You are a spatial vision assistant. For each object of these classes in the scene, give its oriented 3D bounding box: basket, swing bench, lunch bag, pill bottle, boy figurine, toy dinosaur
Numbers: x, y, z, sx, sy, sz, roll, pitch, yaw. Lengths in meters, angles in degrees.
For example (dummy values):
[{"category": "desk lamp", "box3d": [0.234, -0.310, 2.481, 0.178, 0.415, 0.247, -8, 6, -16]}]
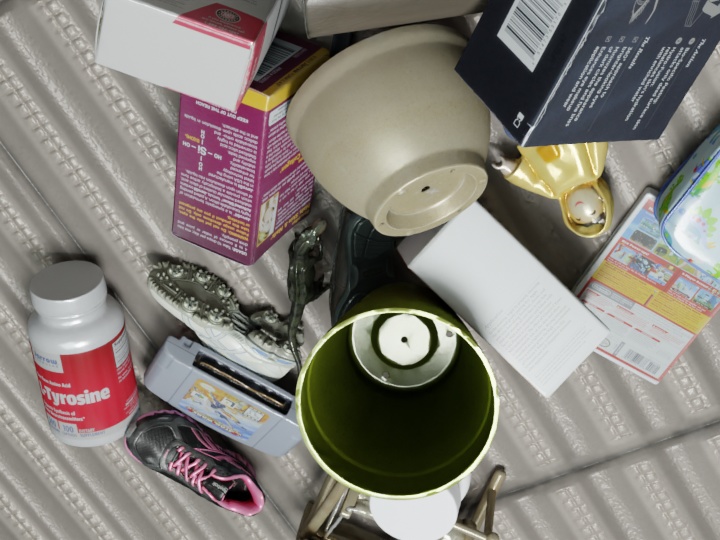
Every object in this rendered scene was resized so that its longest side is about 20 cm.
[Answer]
[{"category": "basket", "box3d": [0.046, -0.294, 1.321, 0.198, 0.181, 0.137, -3, 127, 1]}, {"category": "swing bench", "box3d": [0.042, 0.305, 1.717, 0.197, 0.130, 0.201, 24, 125, -4]}, {"category": "lunch bag", "box3d": [0.408, -0.053, 1.428, 0.199, 0.083, 0.161, 32, 113, -9]}, {"category": "pill bottle", "box3d": [-0.324, 0.095, 1.670, 0.111, 0.113, 0.202, 2, 123, 11]}, {"category": "boy figurine", "box3d": [0.194, -0.118, 1.452, 0.123, 0.065, 0.201, -22, 112, 21]}, {"category": "toy dinosaur", "box3d": [-0.060, 0.013, 1.575, 0.047, 0.088, 0.201, 9, 124, 6]}, {"category": "pill bottle", "box3d": [0.071, 0.197, 1.597, 0.113, 0.201, 0.115, 5, 123, 8]}]

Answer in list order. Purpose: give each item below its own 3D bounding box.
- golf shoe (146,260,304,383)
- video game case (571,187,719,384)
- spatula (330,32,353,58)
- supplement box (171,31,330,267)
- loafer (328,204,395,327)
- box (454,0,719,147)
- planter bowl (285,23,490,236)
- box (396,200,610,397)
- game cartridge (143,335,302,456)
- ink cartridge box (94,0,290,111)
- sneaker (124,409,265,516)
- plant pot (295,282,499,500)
[{"category": "golf shoe", "box3d": [-0.166, 0.070, 1.645, 0.199, 0.079, 0.097, 32, 129, -8]}, {"category": "video game case", "box3d": [0.313, 0.020, 1.542, 0.142, 0.017, 0.201, 28, 124, -6]}, {"category": "spatula", "box3d": [-0.031, -0.188, 1.479, 0.056, 0.021, 0.201, 21, 123, 11]}, {"category": "supplement box", "box3d": [-0.112, -0.129, 1.460, 0.102, 0.131, 0.201, 21, 125, 18]}, {"category": "loafer", "box3d": [0.000, 0.000, 1.582, 0.071, 0.063, 0.201, -9, 130, -20]}, {"category": "box", "box3d": [0.221, -0.224, 1.285, 0.199, 0.118, 0.198, -6, 136, -40]}, {"category": "planter bowl", "box3d": [0.044, -0.120, 1.379, 0.199, 0.136, 0.201, -20, 156, -9]}, {"category": "box", "box3d": [0.144, 0.018, 1.486, 0.200, 0.124, 0.098, 43, 94, -9]}, {"category": "game cartridge", "box3d": [-0.155, 0.151, 1.685, 0.199, 0.042, 0.133, 29, 146, -8]}, {"category": "ink cartridge box", "box3d": [-0.149, -0.252, 1.355, 0.144, 0.201, 0.085, 19, 130, -1]}, {"category": "sneaker", "box3d": [-0.190, 0.235, 1.713, 0.199, 0.095, 0.079, 33, 93, -31]}, {"category": "plant pot", "box3d": [0.042, 0.103, 1.485, 0.198, 0.193, 0.202, 1, 107, 4]}]
